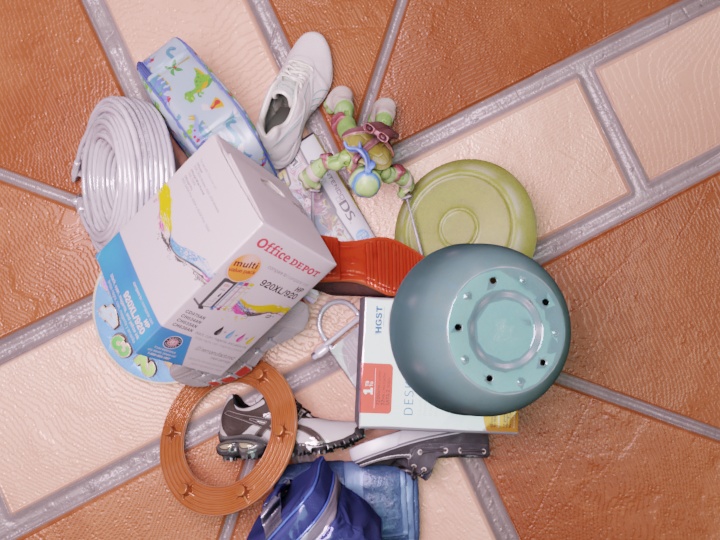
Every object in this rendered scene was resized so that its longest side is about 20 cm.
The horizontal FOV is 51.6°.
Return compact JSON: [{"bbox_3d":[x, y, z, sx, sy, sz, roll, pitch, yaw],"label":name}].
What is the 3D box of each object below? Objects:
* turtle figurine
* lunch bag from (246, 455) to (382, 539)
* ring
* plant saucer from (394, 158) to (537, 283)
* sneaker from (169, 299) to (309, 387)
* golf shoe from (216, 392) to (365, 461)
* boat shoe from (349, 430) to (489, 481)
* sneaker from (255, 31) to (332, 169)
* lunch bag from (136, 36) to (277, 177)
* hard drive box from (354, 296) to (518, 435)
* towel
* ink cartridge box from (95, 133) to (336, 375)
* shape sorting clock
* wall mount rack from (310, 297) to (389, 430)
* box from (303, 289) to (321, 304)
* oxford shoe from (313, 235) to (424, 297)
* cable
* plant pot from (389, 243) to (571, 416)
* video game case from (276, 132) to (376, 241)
[{"bbox_3d":[-0.005,-0.131,0.973,0.141,0.202,0.197,-10,48,12],"label":"turtle figurine"},{"bbox_3d":[-0.063,0.309,0.859,0.132,0.200,0.136,44,89,2],"label":"lunch bag"},{"bbox_3d":[-0.171,0.203,0.939,0.196,0.019,0.205,-10,61,18],"label":"ring"},{"bbox_3d":[0.133,-0.053,0.985,0.196,0.031,0.205,-4,80,23],"label":"plant saucer"},{"bbox_3d":[-0.156,0.075,0.947,0.197,0.077,0.083,-29,52,5],"label":"sneaker"},{"bbox_3d":[-0.092,0.194,0.962,0.195,0.078,0.097,-4,76,6],"label":"golf shoe"},{"bbox_3d":[0.083,0.240,0.974,0.196,0.070,0.068,-6,72,-24],"label":"boat shoe"},{"bbox_3d":[-0.086,-0.236,0.985,0.069,0.080,0.204,17,73,6],"label":"sneaker"},{"bbox_3d":[-0.188,-0.174,0.931,0.082,0.161,0.201,-37,73,-8],"label":"lunch bag"},{"bbox_3d":[0.094,0.117,0.923,0.195,0.077,0.160,2,87,-4],"label":"hard drive box"},{"bbox_3d":[-0.020,0.310,0.986,0.195,0.049,0.115,-1,86,-5],"label":"towel"},{"bbox_3d":[-0.159,-0.012,0.831,0.200,0.147,0.146,-42,57,12],"label":"ink cartridge box"},{"bbox_3d":[-0.257,0.047,0.980,0.195,0.039,0.205,0,90,-2],"label":"shape sorting clock"},{"bbox_3d":[0.036,0.108,0.989,0.173,0.075,0.201,-37,92,-9],"label":"wall mount rack"},{"bbox_3d":[-0.131,-0.027,0.975,0.198,0.041,0.039,35,86,-3],"label":"box"},{"bbox_3d":[0.000,0.000,0.937,0.196,0.073,0.073,11,67,-17],"label":"oxford shoe"},{"bbox_3d":[-0.288,-0.108,0.913,0.068,0.201,0.202,-3,51,-37],"label":"cable"},{"bbox_3d":[0.138,0.065,0.811,0.195,0.161,0.206,0,87,-5],"label":"plant pot"},{"bbox_3d":[-0.099,-0.057,1.011,0.198,0.025,0.183,-32,90,-6],"label":"video game case"}]
